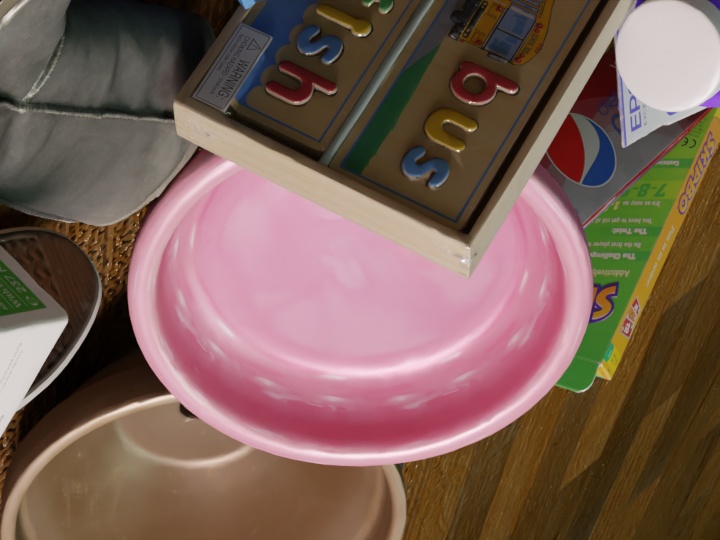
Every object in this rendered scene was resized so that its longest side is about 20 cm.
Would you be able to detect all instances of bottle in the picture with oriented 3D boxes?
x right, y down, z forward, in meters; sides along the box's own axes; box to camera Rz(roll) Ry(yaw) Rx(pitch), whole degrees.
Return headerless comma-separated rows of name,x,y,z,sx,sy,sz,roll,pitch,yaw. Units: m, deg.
bottle,0.166,-0.116,0.955,0.200,0.065,0.084,-36,123,-57

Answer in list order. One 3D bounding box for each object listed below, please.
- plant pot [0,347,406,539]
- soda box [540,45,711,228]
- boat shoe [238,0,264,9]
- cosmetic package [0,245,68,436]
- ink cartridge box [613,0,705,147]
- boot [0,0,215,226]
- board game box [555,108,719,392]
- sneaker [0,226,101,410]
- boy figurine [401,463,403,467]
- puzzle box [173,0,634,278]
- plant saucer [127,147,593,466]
plant pot,-0.081,0.097,1.094,0.199,0.093,0.202,-5,134,-6
soda box,0.117,-0.062,1.176,0.200,0.063,0.070,-40,174,-40
boat shoe,-0.039,-0.159,0.762,0.068,0.084,0.200,-32,161,-6
cosmetic package,-0.208,0.026,0.733,0.085,0.108,0.200,-56,160,22
ink cartridge box,0.158,-0.180,1.047,0.199,0.043,0.200,-25,116,-47
boot,-0.099,-0.091,0.792,0.182,0.073,0.200,-51,158,16
board game box,0.135,-0.024,1.273,0.201,0.095,0.030,-62,145,-18
sneaker,-0.195,0.053,0.897,0.200,0.073,0.085,-40,-174,-29
boy figurine,-0.052,0.141,1.342,0.125,0.064,0.199,-55,158,22
puzzle box,0.032,-0.106,0.862,0.201,0.132,0.025,-59,167,-25
plant saucer,0.000,0.000,0.944,0.051,0.199,0.201,-90,-160,-48
